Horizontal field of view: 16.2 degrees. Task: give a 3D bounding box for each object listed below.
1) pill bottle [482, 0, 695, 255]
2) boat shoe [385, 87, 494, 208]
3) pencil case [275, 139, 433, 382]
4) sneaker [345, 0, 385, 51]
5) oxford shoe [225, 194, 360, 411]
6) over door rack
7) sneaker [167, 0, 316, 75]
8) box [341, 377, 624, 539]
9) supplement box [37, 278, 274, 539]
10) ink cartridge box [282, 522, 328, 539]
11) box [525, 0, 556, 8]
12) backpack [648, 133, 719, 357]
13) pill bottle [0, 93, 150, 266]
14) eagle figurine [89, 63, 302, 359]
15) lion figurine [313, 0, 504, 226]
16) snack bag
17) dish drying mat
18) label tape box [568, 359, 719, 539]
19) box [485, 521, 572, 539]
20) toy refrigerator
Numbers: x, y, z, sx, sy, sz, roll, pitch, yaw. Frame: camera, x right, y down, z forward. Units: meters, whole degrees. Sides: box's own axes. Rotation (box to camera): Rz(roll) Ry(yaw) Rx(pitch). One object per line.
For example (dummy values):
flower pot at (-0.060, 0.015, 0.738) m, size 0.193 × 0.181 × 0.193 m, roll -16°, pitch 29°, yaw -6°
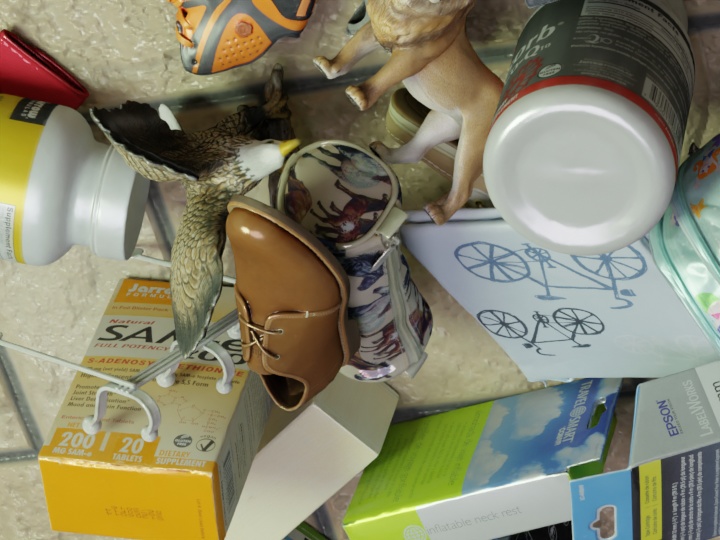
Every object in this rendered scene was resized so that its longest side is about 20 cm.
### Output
pill bottle at (0.146, -0.107, 1.564) m, size 0.116 × 0.200 × 0.116 m, roll 6°, pitch 124°, yaw 10°
boat shoe at (0.096, -0.050, 1.694) m, size 0.200 × 0.074 × 0.066 m, roll 31°, pitch 120°, yaw -6°
pencil case at (0.000, 0.000, 1.664) m, size 0.089 × 0.078 × 0.200 m, roll 44°, pitch 165°, yaw 28°
sneaker at (0.021, -0.217, 1.601) m, size 0.082 × 0.075 × 0.200 m, roll 6°, pitch 125°, yaw 9°
oxford shoe at (-0.049, 0.025, 1.588) m, size 0.071 × 0.071 × 0.200 m, roll 23°, pitch 155°, yaw 27°
over door rack at (-0.155, 0.042, 1.733) m, size 0.200 × 0.148 × 0.067 m, roll 25°, pitch 135°, yaw 38°
sneaker at (-0.128, -0.188, 1.660) m, size 0.200 × 0.078 × 0.112 m, roll 15°, pitch 124°, yaw 5°
box at (0.095, 0.138, 1.789) m, size 0.200 × 0.122 × 0.048 m, roll -16°, pitch 115°, yaw 24°
supplement box at (-0.134, 0.096, 1.775) m, size 0.126 × 0.200 × 0.074 m, roll 4°, pitch 128°, yaw 11°
ink cartridge box at (-0.037, 0.304, 1.887) m, size 0.148 × 0.200 × 0.076 m, roll 36°, pitch 124°, yaw -10°
box at (0.160, -0.282, 1.504) m, size 0.200 × 0.104 × 0.182 m, roll -16°, pitch 118°, yaw 23°
backpack at (0.271, -0.017, 1.571) m, size 0.150 × 0.200 × 0.178 m, roll -35°, pitch 86°, yaw 22°
pill bottle at (-0.249, -0.065, 1.734) m, size 0.200 × 0.112 × 0.112 m, roll 11°, pitch 125°, yaw 3°
eagle figurine at (-0.101, -0.056, 1.658) m, size 0.152 × 0.200 × 0.151 m, roll 38°, pitch 134°, yaw 10°
lion figurine at (0.052, -0.123, 1.588) m, size 0.122 × 0.072 × 0.200 m, roll -39°, pitch 138°, yaw -6°
snack bag at (0.147, 0.017, 1.694) m, size 0.188 × 0.021 × 0.200 m, roll -3°, pitch 144°, yaw 37°
dish drying mat at (-0.278, -0.088, 1.805) m, size 0.077 × 0.018 × 0.200 m, roll 38°, pitch 123°, yaw -14°
label tape box at (0.230, 0.124, 1.707) m, size 0.200 × 0.066 × 0.143 m, roll -15°, pitch 147°, yaw -2°
box at (0.110, 0.252, 1.855) m, size 0.115 × 0.132 × 0.200 m, roll -13°, pitch 118°, yaw 27°
toy refrigerator at (-0.061, 0.151, 1.869) m, size 0.070 × 0.076 × 0.200 m, roll 39°, pitch 123°, yaw -12°
